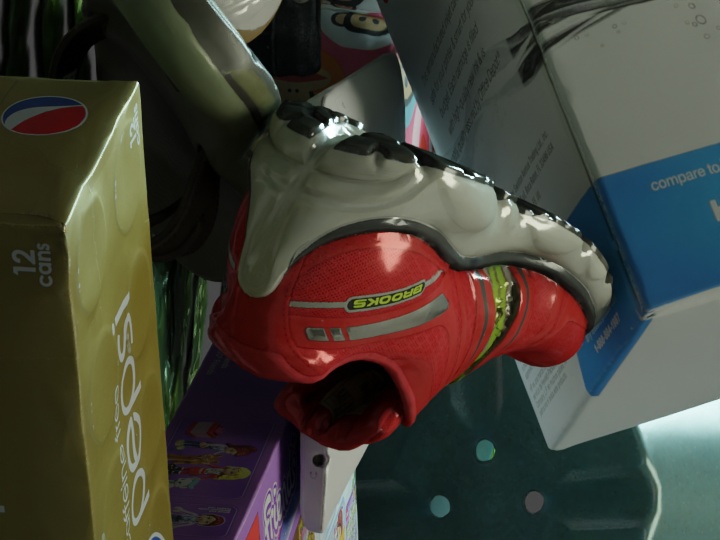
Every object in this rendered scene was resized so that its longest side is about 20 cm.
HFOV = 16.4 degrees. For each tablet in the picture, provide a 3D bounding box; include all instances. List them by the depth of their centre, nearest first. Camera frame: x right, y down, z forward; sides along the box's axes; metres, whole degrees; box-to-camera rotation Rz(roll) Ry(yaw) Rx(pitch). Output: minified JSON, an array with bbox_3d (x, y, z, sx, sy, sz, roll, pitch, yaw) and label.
[{"bbox_3d":[0.000,0.000,0.825,0.200,0.014,0.131,-49,140,-78],"label":"tablet"}]

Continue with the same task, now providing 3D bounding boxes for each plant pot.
[{"bbox_3d":[0.093,0.102,1.071,0.196,0.199,0.202,15,78,-60],"label":"plant pot"}]

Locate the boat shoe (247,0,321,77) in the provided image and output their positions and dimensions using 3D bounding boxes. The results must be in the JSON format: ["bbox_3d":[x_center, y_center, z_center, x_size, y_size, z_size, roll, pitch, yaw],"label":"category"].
[{"bbox_3d":[-0.025,-0.153,0.885,0.072,0.067,0.201,81,14,-56],"label":"boat shoe"}]

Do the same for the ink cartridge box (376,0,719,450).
[{"bbox_3d":[0.078,-0.060,0.845,0.147,0.085,0.201,111,-37,-68],"label":"ink cartridge box"}]

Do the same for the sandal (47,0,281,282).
[{"bbox_3d":[-0.063,-0.039,0.705,0.057,0.080,0.201,-43,169,-10],"label":"sandal"}]

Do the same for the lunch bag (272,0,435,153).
[{"bbox_3d":[-0.002,-0.059,1.034,0.201,0.081,0.177,-77,167,-54],"label":"lunch bag"}]

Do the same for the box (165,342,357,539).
[{"bbox_3d":[-0.035,0.100,0.795,0.200,0.039,0.138,-66,157,-67],"label":"box"}]

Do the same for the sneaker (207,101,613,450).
[{"bbox_3d":[0.008,0.010,0.702,0.085,0.077,0.200,-66,155,1],"label":"sneaker"}]

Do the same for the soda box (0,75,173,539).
[{"bbox_3d":[-0.082,0.057,0.583,0.068,0.063,0.201,-73,164,-58],"label":"soda box"}]

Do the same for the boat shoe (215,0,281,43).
[{"bbox_3d":[-0.035,-0.163,0.805,0.070,0.070,0.201,86,12,-51],"label":"boat shoe"}]
